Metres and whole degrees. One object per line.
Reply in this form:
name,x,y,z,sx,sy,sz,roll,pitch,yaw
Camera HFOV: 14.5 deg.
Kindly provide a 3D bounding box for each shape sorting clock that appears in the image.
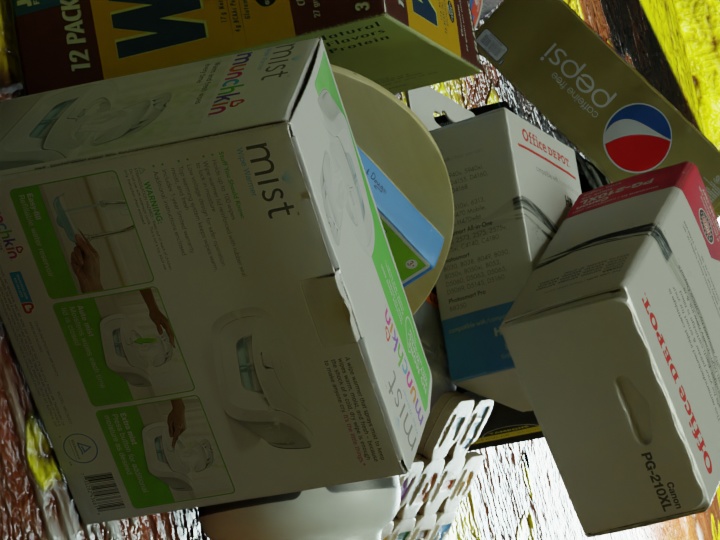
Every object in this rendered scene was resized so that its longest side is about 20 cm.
shape sorting clock,-0.050,-0.024,1.454,0.039,0.199,0.201,-98,168,-52

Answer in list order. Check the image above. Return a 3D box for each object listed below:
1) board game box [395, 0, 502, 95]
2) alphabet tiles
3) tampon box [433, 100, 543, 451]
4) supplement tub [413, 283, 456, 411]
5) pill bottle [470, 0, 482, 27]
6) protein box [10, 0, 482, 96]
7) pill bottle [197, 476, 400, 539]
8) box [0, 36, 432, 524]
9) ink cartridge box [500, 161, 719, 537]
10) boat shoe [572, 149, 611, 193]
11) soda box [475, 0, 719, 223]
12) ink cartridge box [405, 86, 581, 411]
board game box,0.046,-0.218,1.934,0.043,0.199,0.201,33,38,-22
alphabet tiles,0.022,0.164,1.711,0.201,0.015,0.196,-64,164,6
tampon box,0.058,0.013,1.898,0.126,0.149,0.201,40,43,-64
supplement tub,0.000,0.000,1.753,0.123,0.122,0.201,60,24,-49
pill bottle,0.000,-0.176,1.687,0.200,0.112,0.113,4,76,-75
protein box,-0.062,-0.161,1.493,0.200,0.197,0.136,14,64,-73
pill bottle,-0.039,0.092,1.568,0.116,0.116,0.201,16,65,-73
box,-0.078,0.008,1.371,0.097,0.175,0.201,-73,148,-58
ink cartridge box,0.166,0.044,1.667,0.145,0.084,0.200,67,26,-15
boat shoe,0.146,0.016,1.820,0.064,0.070,0.201,49,27,-58
soda box,0.165,-0.101,1.844,0.200,0.064,0.068,46,8,14
ink cartridge box,0.091,-0.024,1.734,0.116,0.066,0.201,23,55,-61
